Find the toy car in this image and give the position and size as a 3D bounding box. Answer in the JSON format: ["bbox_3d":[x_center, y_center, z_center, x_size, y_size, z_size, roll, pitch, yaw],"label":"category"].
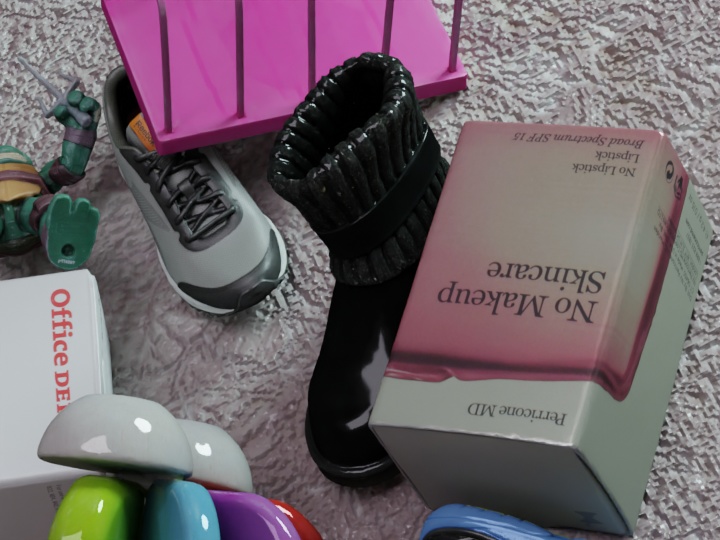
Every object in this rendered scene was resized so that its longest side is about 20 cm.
[{"bbox_3d":[-0.092,0.165,1.430,0.149,0.200,0.176,5,80,20],"label":"toy car"}]

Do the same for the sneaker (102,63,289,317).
[{"bbox_3d":[-0.111,-0.050,1.648,0.074,0.079,0.200,-34,53,-1],"label":"sneaker"}]

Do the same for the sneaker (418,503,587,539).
[{"bbox_3d":[0.113,0.184,1.408,0.199,0.071,0.083,13,79,32],"label":"sneaker"}]

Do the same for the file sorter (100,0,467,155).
[{"bbox_3d":[-0.047,-0.181,1.629,0.199,0.126,0.139,-13,50,-14],"label":"file sorter"}]

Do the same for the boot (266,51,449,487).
[{"bbox_3d":[-0.002,-0.001,1.514,0.079,0.158,0.212,3,61,26],"label":"boot"}]

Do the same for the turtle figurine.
[{"bbox_3d":[-0.223,-0.055,1.680,0.149,0.101,0.200,-25,26,-2],"label":"turtle figurine"}]

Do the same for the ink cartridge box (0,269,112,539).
[{"bbox_3d":[-0.247,0.091,1.585,0.199,0.084,0.146,-7,55,0],"label":"ink cartridge box"}]

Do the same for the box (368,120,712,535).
[{"bbox_3d":[0.103,0.029,1.478,0.127,0.109,0.201,4,61,26],"label":"box"}]
